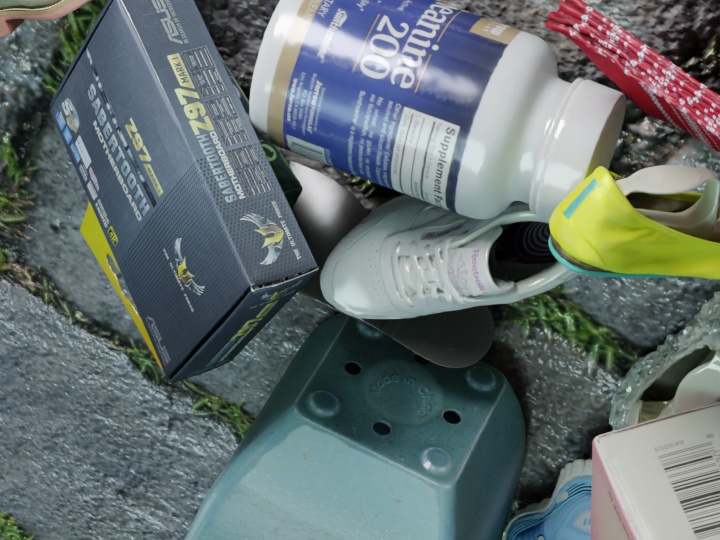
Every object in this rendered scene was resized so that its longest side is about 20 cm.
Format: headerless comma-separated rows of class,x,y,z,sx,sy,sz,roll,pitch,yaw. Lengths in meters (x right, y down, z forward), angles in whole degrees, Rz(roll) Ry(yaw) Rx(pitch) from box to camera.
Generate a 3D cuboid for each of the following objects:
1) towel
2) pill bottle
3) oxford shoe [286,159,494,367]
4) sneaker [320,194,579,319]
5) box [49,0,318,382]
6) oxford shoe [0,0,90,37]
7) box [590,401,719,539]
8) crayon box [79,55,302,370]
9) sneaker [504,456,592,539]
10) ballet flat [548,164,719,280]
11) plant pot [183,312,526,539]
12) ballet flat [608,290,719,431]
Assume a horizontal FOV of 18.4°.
towel,0.194,-0.068,1.168,0.200,0.023,0.145,42,-173,39
pill bottle,0.046,-0.096,1.281,0.200,0.111,0.111,21,140,13
oxford shoe,0.000,0.000,1.452,0.200,0.071,0.071,38,180,7
sneaker,0.058,-0.013,1.348,0.200,0.100,0.075,-15,97,25
box,-0.111,-0.052,1.330,0.200,0.051,0.158,65,149,11
oxford shoe,-0.198,-0.197,1.363,0.200,0.071,0.074,-15,120,41
box,0.211,0.195,1.370,0.109,0.128,0.200,-14,137,-8
crayon box,-0.115,-0.041,1.443,0.127,0.051,0.200,58,146,20
sneaker,0.142,0.203,1.529,0.078,0.090,0.200,13,150,-4
ballet flat,0.195,-0.026,1.244,0.200,0.067,0.067,5,123,-34
plant pot,0.004,0.142,1.503,0.195,0.196,0.200,25,135,7
ballet flat,0.202,0.079,1.403,0.072,0.072,0.200,30,141,2
